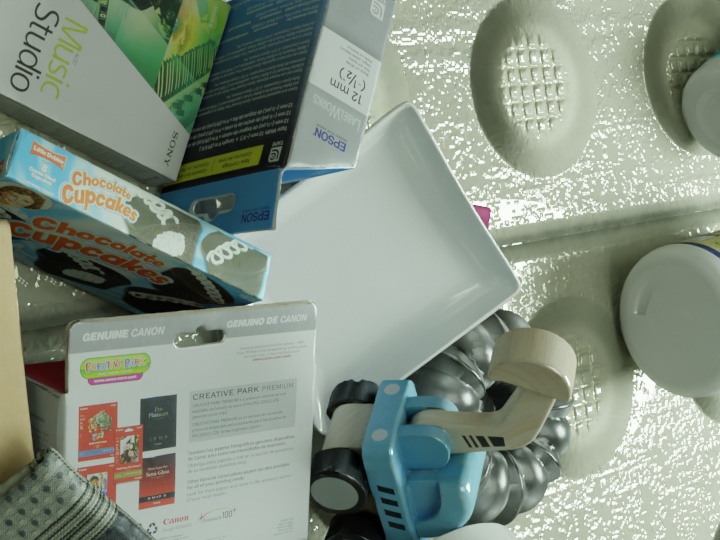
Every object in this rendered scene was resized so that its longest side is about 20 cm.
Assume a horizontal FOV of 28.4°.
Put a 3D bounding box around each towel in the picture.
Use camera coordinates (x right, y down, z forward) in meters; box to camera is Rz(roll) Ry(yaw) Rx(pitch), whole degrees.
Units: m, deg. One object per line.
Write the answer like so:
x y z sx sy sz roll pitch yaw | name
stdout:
-0.197 0.227 0.875 0.200 0.035 0.193 -39 112 9 | towel

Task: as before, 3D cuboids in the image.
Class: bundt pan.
0.102 0.121 1.177 0.202 0.076 0.202 2 87 -40 | bundt pan

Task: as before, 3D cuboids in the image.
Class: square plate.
0.000 0.000 1.071 0.198 0.028 0.200 -36 122 -3 | square plate

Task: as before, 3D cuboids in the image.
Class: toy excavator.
0.063 0.124 1.027 0.100 0.200 0.195 -72 154 -50 | toy excavator

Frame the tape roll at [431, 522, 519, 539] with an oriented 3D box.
0.049 0.273 1.070 0.203 0.037 0.203 -27 144 -22 | tape roll

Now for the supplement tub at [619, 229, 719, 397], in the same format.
0.359 0.030 1.352 0.200 0.144 0.145 -15 97 -39 | supplement tub

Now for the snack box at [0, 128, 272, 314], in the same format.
-0.171 -0.022 0.929 0.200 0.116 0.037 28 62 -35 | snack box

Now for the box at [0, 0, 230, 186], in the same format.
-0.192 -0.163 0.974 0.200 0.036 0.144 27 71 -37 | box

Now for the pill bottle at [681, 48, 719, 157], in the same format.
0.420 -0.201 1.437 0.200 0.111 0.111 -40 112 -33 | pill bottle

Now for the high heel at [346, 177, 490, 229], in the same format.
0.032 -0.064 1.134 0.096 0.067 0.200 -58 136 -16 | high heel

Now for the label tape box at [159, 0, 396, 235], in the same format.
-0.063 -0.104 1.003 0.066 0.143 0.200 25 68 -37 | label tape box

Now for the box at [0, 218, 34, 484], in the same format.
-0.301 0.059 0.842 0.200 0.021 0.164 -6 93 -23 | box

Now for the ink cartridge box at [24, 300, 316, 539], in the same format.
-0.132 0.104 0.957 0.200 0.084 0.176 -3 101 -40 | ink cartridge box
